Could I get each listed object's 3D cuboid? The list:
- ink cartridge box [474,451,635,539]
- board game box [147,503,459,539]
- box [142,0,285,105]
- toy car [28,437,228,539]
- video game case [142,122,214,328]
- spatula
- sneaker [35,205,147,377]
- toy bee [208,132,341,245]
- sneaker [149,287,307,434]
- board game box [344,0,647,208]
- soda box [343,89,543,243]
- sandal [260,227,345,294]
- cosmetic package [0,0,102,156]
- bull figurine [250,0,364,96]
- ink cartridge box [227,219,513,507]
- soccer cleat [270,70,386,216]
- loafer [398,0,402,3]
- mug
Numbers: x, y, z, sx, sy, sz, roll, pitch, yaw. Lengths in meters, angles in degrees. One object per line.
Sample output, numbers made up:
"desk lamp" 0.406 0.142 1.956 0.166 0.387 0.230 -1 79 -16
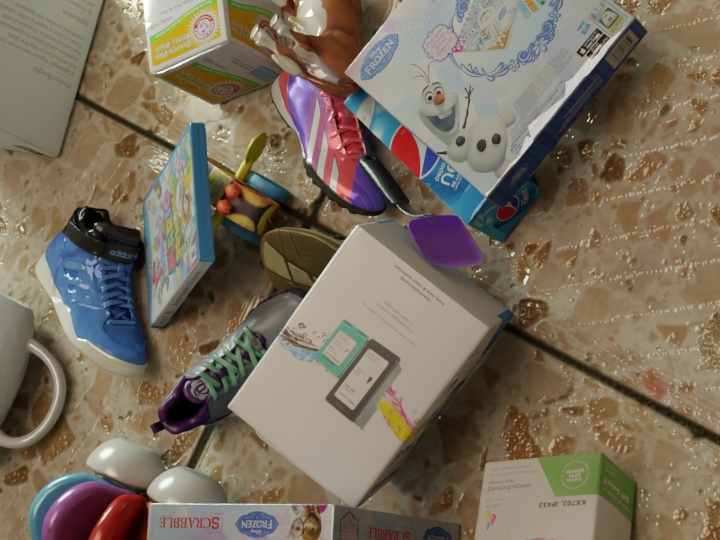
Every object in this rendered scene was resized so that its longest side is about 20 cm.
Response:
"ink cartridge box" 0.152 0.257 1.477 0.117 0.067 0.201 -10 55 33
"board game box" -0.048 0.232 1.574 0.199 0.199 0.041 -5 76 35
"box" -0.154 -0.288 1.852 0.101 0.112 0.201 -19 67 28
"toy car" -0.237 0.258 1.731 0.199 0.150 0.176 20 89 37
"video game case" -0.183 -0.042 1.791 0.200 0.018 0.144 134 134 -61
"spatula" 0.045 -0.058 1.626 0.200 0.056 0.021 47 138 51
"sneaker" -0.261 0.013 1.863 0.111 0.077 0.200 -56 46 20
"toy bee" -0.113 -0.074 1.766 0.199 0.109 0.132 7 79 36
"sneaker" -0.117 0.096 1.712 0.074 0.087 0.200 49 121 6
"board game box" 0.117 -0.192 1.594 0.200 0.043 0.199 -50 61 7
"soda box" 0.075 -0.115 1.669 0.064 0.068 0.200 -52 54 11
"sandal" 0.000 0.000 1.697 0.199 0.054 0.081 6 111 21
"cosmetic package" -0.416 -0.251 1.994 0.164 0.165 0.201 11 82 37
"bull figurine" -0.043 -0.244 1.727 0.065 0.121 0.200 -54 27 30
"ink cartridge box" 0.011 0.079 1.582 0.146 0.147 0.200 38 101 8
"soccer cleat" -0.024 -0.137 1.739 0.073 0.068 0.200 -56 48 33
"loafer" 0.105 -0.241 1.681 0.200 0.071 0.073 32 95 36
"mug" -0.408 0.110 1.913 0.199 0.148 0.176 28 86 7
